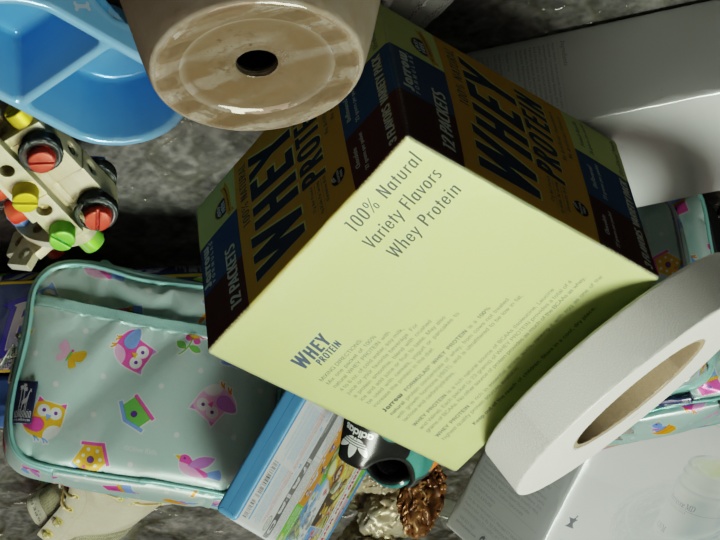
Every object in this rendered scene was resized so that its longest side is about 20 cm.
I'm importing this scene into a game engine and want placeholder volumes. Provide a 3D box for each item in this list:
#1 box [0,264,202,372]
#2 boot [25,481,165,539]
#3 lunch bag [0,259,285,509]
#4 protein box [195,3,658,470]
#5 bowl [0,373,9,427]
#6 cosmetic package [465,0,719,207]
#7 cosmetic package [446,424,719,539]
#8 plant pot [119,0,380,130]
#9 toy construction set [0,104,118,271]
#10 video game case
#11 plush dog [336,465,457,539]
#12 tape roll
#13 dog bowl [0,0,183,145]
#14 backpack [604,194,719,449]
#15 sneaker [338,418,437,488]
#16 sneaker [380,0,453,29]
[{"bbox_3d":[-0.186,0.035,1.623,0.199,0.070,0.064,-2,-175,-3],"label":"box"},{"bbox_3d":[-0.241,0.172,1.856,0.199,0.072,0.154,21,142,-36],"label":"boot"},{"bbox_3d":[-0.150,0.077,1.544,0.199,0.161,0.077,11,166,-6],"label":"lunch bag"},{"bbox_3d":[0.036,-0.017,1.369,0.199,0.135,0.199,27,122,-29],"label":"protein box"},{"bbox_3d":[-0.202,0.091,1.673,0.199,0.040,0.201,-2,-179,0],"label":"bowl"},{"bbox_3d":[0.165,-0.100,1.468,0.199,0.081,0.113,-11,145,12],"label":"cosmetic package"},{"bbox_3d":[0.212,0.164,1.772,0.199,0.123,0.201,20,100,-34],"label":"cosmetic package"},{"bbox_3d":[-0.060,-0.180,1.223,0.199,0.174,0.200,-5,149,-3],"label":"plant pot"},{"bbox_3d":[-0.238,-0.056,1.469,0.131,0.092,0.200,-26,146,17],"label":"toy construction set"},{"bbox_3d":[-0.029,0.126,1.546,0.018,0.144,0.200,27,172,20],"label":"video game case"},{"bbox_3d":[0.018,0.142,1.778,0.160,0.200,0.172,-33,166,-19],"label":"plush dog"},{"bbox_3d":[0.166,0.066,1.403,0.202,0.037,0.203,-37,166,-11],"label":"tape roll"},{"bbox_3d":[-0.185,-0.140,1.383,0.111,0.050,0.200,-29,141,33],"label":"dog bowl"},{"bbox_3d":[0.170,0.039,1.587,0.199,0.177,0.153,-18,164,22],"label":"backpack"},{"bbox_3d":[0.032,0.113,1.554,0.071,0.080,0.200,26,179,25],"label":"sneaker"},{"bbox_3d":[-0.003,-0.126,1.406,0.082,0.075,0.200,12,144,-22],"label":"sneaker"}]
